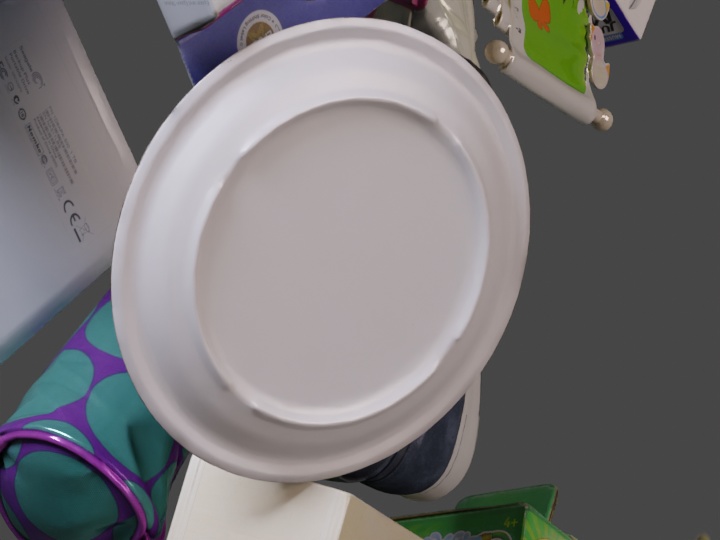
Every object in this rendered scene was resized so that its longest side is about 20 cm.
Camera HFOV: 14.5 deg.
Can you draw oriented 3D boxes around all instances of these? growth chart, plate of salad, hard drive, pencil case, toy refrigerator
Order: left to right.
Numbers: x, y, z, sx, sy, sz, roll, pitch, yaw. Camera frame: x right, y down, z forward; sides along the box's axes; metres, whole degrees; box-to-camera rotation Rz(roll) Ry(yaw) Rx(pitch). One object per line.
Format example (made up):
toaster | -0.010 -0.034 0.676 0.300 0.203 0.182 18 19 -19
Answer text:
hard drive | -0.171 -0.034 1.256 0.200 0.025 0.132 -46 118 -52
pencil case | -0.091 0.051 1.295 0.092 0.085 0.200 39 42 -3
toy refrigerator | -0.024 0.134 1.302 0.200 0.076 0.070 43 63 -72
plate of salad | -0.018 -0.009 1.187 0.199 0.048 0.201 -10 111 -29
growth chart | 0.108 -0.187 1.625 0.145 0.018 0.201 14 72 -53

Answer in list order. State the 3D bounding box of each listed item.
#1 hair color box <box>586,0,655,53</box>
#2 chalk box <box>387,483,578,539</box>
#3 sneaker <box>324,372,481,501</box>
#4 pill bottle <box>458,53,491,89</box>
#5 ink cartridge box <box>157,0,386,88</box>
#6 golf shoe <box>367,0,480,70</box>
hair color box | 0.114 -0.240 1.713 0.200 0.065 0.109 53 42 -31
chalk box | 0.058 0.196 1.440 0.124 0.124 0.201 40 48 -43
sneaker | 0.001 0.001 1.299 0.146 0.077 0.203 13 75 -58
pill bottle | 0.011 -0.007 1.442 0.112 0.112 0.201 28 57 -49
ink cartridge box | -0.021 -0.190 1.162 0.196 0.043 0.200 -40 119 -33
golf shoe | 0.044 -0.112 1.562 0.091 0.075 0.201 -26 103 -59
